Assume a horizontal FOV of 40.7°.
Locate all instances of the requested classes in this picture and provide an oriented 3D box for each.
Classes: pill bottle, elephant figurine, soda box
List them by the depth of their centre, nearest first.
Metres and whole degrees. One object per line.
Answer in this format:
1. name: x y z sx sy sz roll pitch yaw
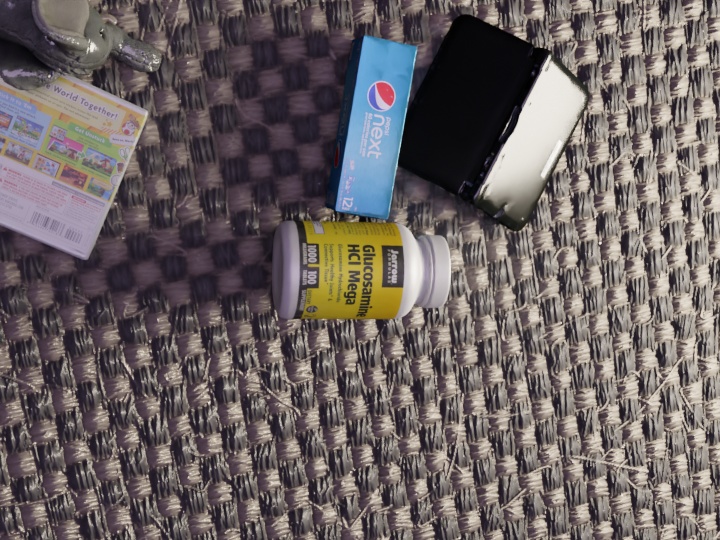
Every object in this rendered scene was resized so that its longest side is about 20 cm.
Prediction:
1. elephant figurine: -0.323 -0.256 1.006 0.155 0.141 0.200 -43 101 -9
2. pill bottle: 0.000 0.000 1.132 0.197 0.112 0.114 0 98 -13
3. soda box: 0.011 -0.166 1.137 0.067 0.064 0.203 8 96 -14

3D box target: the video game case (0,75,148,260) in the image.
1. video game case: -0.362 -0.134 1.077 0.198 0.023 0.184 23 92 -14

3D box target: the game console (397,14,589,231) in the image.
1. game console: 0.162 -0.179 1.194 0.175 0.116 0.202 26 92 -45
